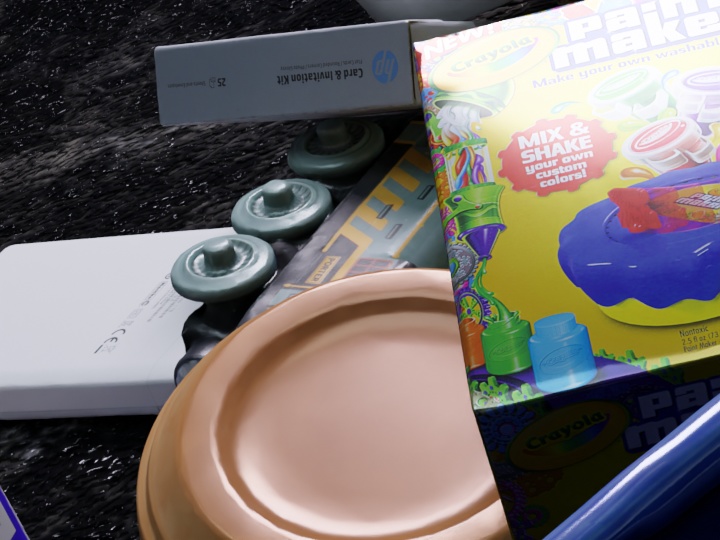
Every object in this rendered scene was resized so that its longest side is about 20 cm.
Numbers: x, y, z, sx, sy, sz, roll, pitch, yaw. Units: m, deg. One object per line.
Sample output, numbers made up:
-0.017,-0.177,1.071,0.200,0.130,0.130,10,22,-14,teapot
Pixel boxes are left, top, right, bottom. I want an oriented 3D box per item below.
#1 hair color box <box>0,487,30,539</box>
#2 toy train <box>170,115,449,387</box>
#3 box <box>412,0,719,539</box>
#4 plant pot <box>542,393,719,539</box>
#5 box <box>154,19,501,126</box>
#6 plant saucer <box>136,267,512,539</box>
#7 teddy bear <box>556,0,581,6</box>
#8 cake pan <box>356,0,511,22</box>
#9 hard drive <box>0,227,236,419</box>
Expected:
-0.247,0.112,1.091,0.200,0.109,0.065,-11,28,25,hair color box
0.000,0.000,1.136,0.114,0.085,0.200,7,35,29,toy train
0.135,0.000,0.882,0.200,0.122,0.193,-14,41,5,box
0.141,0.146,0.596,0.200,0.180,0.200,-36,27,-24,plant pot
0.026,-0.095,1.230,0.156,0.041,0.200,-1,5,40,box
0.011,0.065,0.966,0.200,0.037,0.200,-8,42,7,plant saucer
0.160,-0.172,1.340,0.145,0.067,0.200,-24,24,6,teddy bear
0.080,-0.180,1.341,0.200,0.037,0.200,-27,17,9,cake pan
-0.127,0.026,1.252,0.200,0.027,0.132,-4,32,36,hard drive
